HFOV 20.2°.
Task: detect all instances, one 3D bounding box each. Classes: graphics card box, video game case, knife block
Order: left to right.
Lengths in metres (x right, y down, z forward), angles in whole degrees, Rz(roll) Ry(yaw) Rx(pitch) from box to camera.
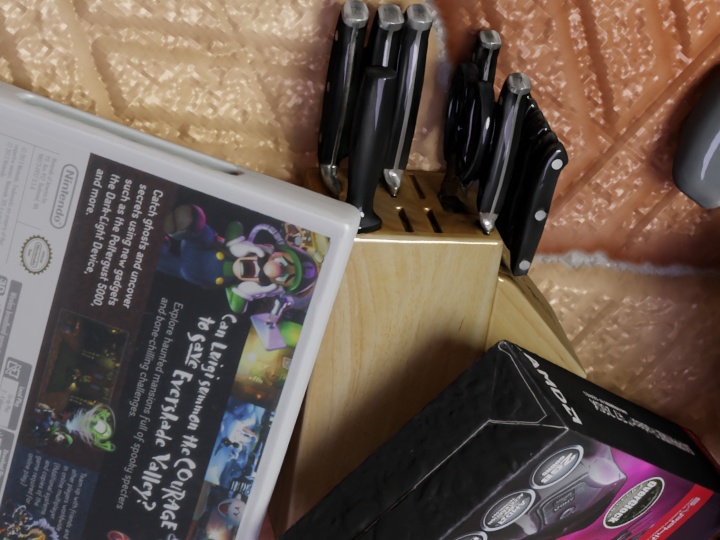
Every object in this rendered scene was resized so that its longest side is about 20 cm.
[{"bbox_3d":[-0.113,0.036,0.787,0.182,0.023,0.200,20,114,3],"label":"video game case"},{"bbox_3d":[0.000,0.000,0.803,0.200,0.064,0.176,-37,118,9],"label":"knife block"},{"bbox_3d":[0.068,0.103,0.825,0.125,0.051,0.200,-42,148,13],"label":"graphics card box"}]

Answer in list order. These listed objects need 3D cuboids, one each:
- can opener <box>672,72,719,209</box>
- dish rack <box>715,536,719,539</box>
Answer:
[{"bbox_3d":[0.204,-0.097,0.799,0.067,0.053,0.200,30,107,-25],"label":"can opener"},{"bbox_3d":[0.264,0.161,0.942,0.153,0.055,0.200,-38,112,11],"label":"dish rack"}]
